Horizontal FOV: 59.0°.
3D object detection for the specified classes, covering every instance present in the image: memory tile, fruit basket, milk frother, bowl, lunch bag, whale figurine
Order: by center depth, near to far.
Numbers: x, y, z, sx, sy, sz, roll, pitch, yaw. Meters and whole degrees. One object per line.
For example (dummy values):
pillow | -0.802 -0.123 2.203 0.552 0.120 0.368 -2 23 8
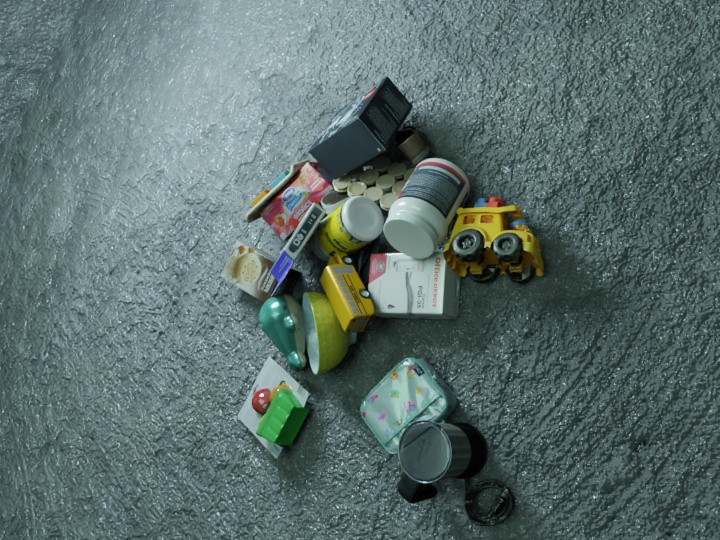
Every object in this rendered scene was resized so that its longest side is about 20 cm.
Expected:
milk frother | 0.194 0.403 1.263 0.199 0.188 0.181 14 86 34
lunch bag | 0.108 0.301 1.412 0.200 0.077 0.161 -46 58 14
bowl | -0.071 0.146 1.538 0.107 0.200 0.201 -6 68 -14
memory tile | 0.043 -0.224 1.583 0.200 0.017 0.153 25 60 29
whale figurine | -0.195 0.160 1.607 0.159 0.103 0.201 132 126 -65
fruit basket | -0.220 0.346 1.621 0.200 0.094 0.186 31 94 50

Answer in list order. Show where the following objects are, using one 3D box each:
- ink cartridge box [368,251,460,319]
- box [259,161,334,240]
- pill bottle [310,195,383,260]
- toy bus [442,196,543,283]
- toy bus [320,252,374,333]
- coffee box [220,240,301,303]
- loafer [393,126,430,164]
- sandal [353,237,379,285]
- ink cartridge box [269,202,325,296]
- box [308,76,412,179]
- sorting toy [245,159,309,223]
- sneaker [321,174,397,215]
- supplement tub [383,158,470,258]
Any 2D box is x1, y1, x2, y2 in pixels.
ink cartridge box | 0.123 0.034 1.470 0.199 0.083 0.147 -1 78 32
box | -0.158 -0.184 1.684 0.200 0.095 0.100 -44 87 15
pill bottle | -0.039 -0.095 1.562 0.200 0.112 0.113 -31 59 53
toy bus | 0.299 -0.080 1.376 0.199 0.136 0.193 2 62 31
toy bus | -0.035 0.048 1.484 0.200 0.078 0.065 62 143 34
coffee box | -0.274 0.010 1.734 0.200 0.080 0.115 26 92 35
loafer | 0.118 -0.319 1.531 0.073 0.071 0.200 -42 23 9
sandal | 0.000 0.000 1.559 0.043 0.076 0.201 22 90 -4
ink cartridge box | -0.168 -0.047 1.559 0.043 0.198 0.200 32 67 -7
box | 0.000 -0.347 1.560 0.200 0.104 0.182 -22 31 46
sorting toy | -0.224 -0.220 1.714 0.036 0.185 0.200 44 107 -4
sneaker | 0.005 -0.183 1.626 0.199 0.085 0.073 -18 48 6
supplement tub | 0.149 -0.141 1.427 0.140 0.141 0.200 9 53 34
